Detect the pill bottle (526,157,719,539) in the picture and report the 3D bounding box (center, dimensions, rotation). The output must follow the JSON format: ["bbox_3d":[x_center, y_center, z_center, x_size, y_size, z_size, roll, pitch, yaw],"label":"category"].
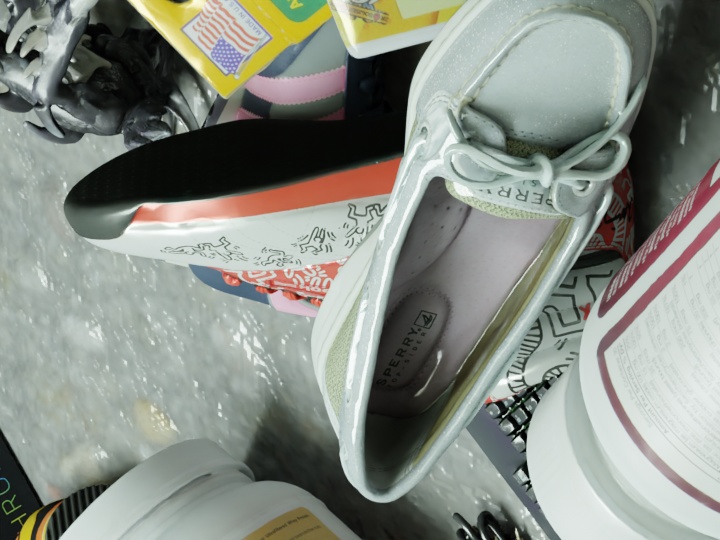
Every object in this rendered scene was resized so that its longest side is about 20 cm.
[{"bbox_3d":[0.138,0.020,0.919,0.110,0.109,0.200,50,139,11],"label":"pill bottle"}]

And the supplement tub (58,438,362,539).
[{"bbox_3d":[-0.030,0.177,1.156,0.200,0.145,0.145,41,136,20],"label":"supplement tub"}]

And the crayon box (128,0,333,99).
[{"bbox_3d":[-0.012,-0.164,0.924,0.200,0.052,0.126,-37,108,27],"label":"crayon box"}]

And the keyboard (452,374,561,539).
[{"bbox_3d":[0.099,0.122,1.088,0.200,0.021,0.127,53,139,9],"label":"keyboard"}]

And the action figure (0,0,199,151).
[{"bbox_3d":[-0.127,-0.109,1.103,0.102,0.200,0.119,-59,35,8],"label":"action figure"}]

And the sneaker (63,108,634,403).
[{"bbox_3d":[0.000,0.000,1.023,0.201,0.067,0.108,-9,116,10],"label":"sneaker"}]

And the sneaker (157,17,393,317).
[{"bbox_3d":[-0.009,-0.064,1.065,0.082,0.070,0.200,28,133,1],"label":"sneaker"}]

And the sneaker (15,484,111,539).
[{"bbox_3d":[-0.094,0.192,1.298,0.090,0.070,0.201,-22,96,61],"label":"sneaker"}]

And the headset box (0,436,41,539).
[{"bbox_3d":[-0.233,0.175,1.317,0.093,0.200,0.175,-26,93,50],"label":"headset box"}]

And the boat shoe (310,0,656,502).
[{"bbox_3d":[0.040,-0.013,0.926,0.065,0.074,0.202,-97,30,-48],"label":"boat shoe"}]

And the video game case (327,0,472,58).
[{"bbox_3d":[0.058,-0.168,0.863,0.199,0.023,0.182,-13,117,19],"label":"video game case"}]
